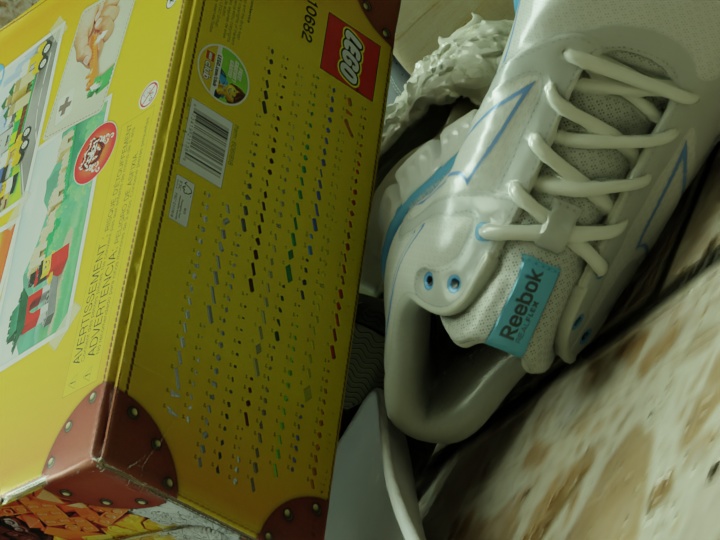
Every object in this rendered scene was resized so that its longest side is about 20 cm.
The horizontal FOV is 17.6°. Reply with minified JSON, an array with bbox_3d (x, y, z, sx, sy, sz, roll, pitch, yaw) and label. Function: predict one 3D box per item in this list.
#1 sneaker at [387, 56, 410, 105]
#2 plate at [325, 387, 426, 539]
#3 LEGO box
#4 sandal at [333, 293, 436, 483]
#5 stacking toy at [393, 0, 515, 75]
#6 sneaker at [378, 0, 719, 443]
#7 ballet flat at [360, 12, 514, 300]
[{"bbox_3d":[0.064,-0.136,0.931,0.115,0.075,0.201,-25,45,68],"label":"sneaker"},{"bbox_3d":[-0.029,0.142,0.615,0.200,0.032,0.200,-60,8,8],"label":"plate"},{"bbox_3d":[-0.073,0.006,0.687,0.149,0.077,0.201,-27,44,43],"label":"LEGO box"},{"bbox_3d":[-0.035,0.070,0.765,0.057,0.080,0.201,-48,-4,-48],"label":"sandal"},{"bbox_3d":[0.080,-0.147,0.835,0.200,0.085,0.085,-59,6,-36],"label":"stacking toy"},{"bbox_3d":[0.055,-0.022,0.589,0.200,0.075,0.087,117,171,-49],"label":"sneaker"},{"bbox_3d":[0.000,0.000,0.776,0.200,0.072,0.072,-58,8,27],"label":"ballet flat"}]
